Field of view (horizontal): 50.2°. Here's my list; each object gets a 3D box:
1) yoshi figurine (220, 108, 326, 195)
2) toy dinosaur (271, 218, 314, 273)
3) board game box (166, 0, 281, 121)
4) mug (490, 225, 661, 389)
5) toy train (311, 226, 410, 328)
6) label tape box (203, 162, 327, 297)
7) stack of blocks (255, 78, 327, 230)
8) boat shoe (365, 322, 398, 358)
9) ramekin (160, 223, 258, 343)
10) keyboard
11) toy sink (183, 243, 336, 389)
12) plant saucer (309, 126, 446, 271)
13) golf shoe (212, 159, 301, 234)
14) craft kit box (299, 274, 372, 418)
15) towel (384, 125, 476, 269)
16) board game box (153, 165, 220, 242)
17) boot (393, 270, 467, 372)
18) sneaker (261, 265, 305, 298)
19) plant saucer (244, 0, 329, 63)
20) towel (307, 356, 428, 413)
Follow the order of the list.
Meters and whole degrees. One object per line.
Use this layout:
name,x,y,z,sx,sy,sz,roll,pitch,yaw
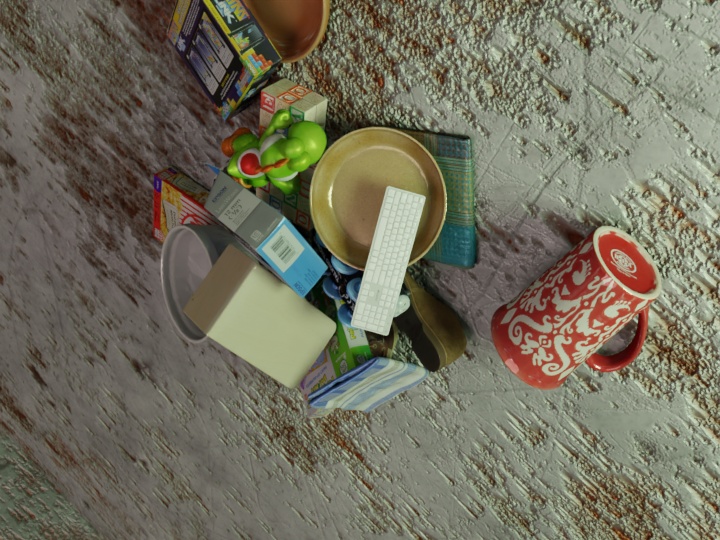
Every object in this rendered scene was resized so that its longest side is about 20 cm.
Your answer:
yoshi figurine,-0.117,-0.172,1.121,0.111,0.114,0.198,26,168,-35
toy dinosaur,-0.112,-0.031,1.280,0.100,0.059,0.201,31,147,0
board game box,-0.207,-0.333,1.139,0.167,0.056,0.199,57,157,-6
mug,0.294,0.046,1.000,0.201,0.175,0.135,-53,45,43
toy train,0.000,0.000,1.159,0.201,0.113,0.087,58,146,30
label tape box,-0.155,-0.062,1.122,0.199,0.066,0.144,34,170,36
stack of blocks,-0.099,-0.178,1.196,0.114,0.058,0.202,28,134,22
boat shoe,0.016,0.133,1.309,0.071,0.072,0.203,23,132,26
ramekin,-0.255,0.016,1.327,0.198,0.104,0.204,14,108,48
keyboard,0.037,-0.012,1.065,0.055,0.011,0.204,13,101,-9
toy sink,-0.157,0.074,1.219,0.199,0.131,0.112,39,174,-38
plant saucer,0.026,-0.100,1.087,0.196,0.035,0.204,3,101,13
golf shoe,-0.179,-0.093,1.301,0.077,0.094,0.201,-26,102,46
craft kit box,-0.060,0.123,1.320,0.200,0.048,0.200,-49,54,48
towel,0.101,-0.105,1.109,0.145,0.022,0.203,15,125,32
board game box,-0.304,-0.082,1.449,0.198,0.046,0.153,32,135,18
boot,0.093,0.058,1.203,0.202,0.075,0.074,60,147,16
sneaker,-0.132,0.059,1.339,0.100,0.077,0.202,-50,54,31
plant saucer,-0.118,-0.396,1.076,0.198,0.037,0.203,23,132,28
towel,0.017,0.188,1.244,0.146,0.199,0.024,-32,65,18
